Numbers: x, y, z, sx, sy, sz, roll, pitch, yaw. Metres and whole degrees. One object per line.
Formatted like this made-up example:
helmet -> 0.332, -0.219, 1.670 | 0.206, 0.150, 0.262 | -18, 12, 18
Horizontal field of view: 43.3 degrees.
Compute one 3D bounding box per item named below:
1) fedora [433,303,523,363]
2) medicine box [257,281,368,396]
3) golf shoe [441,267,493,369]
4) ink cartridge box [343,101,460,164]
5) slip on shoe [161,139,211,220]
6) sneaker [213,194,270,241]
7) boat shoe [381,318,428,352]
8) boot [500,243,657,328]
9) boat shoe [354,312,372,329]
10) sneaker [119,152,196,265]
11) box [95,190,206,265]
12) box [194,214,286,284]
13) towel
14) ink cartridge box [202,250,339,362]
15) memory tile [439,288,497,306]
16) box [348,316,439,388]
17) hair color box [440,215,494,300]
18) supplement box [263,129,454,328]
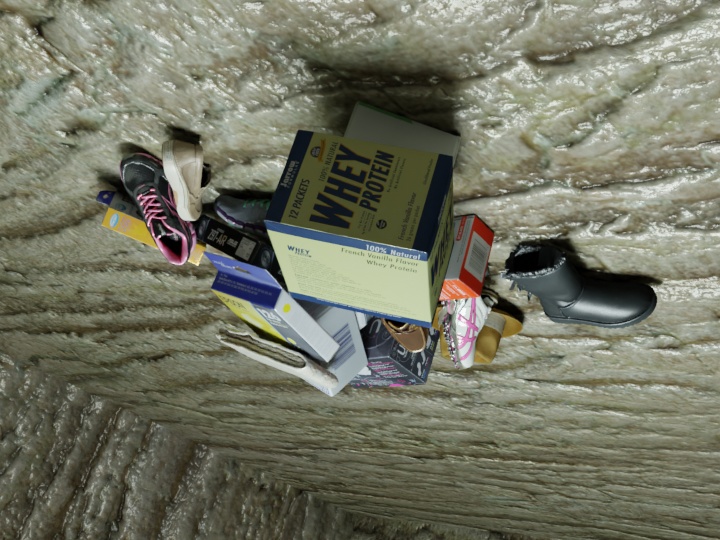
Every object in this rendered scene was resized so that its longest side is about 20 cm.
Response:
fedora -> 0.195, 0.120, 1.625 | 0.199, 0.082, 0.201 | 8, 162, 3
medicine box -> -0.103, 0.097, 1.640 | 0.199, 0.103, 0.183 | 26, 144, 39
golf shoe -> 0.180, 0.079, 1.498 | 0.091, 0.073, 0.201 | -11, 123, -4
ink cartridge box -> 0.034, -0.122, 1.224 | 0.145, 0.088, 0.200 | 18, 154, -3
slip on shoe -> -0.261, -0.139, 1.415 | 0.060, 0.076, 0.200 | -6, 153, -2
sneaker -> -0.140, -0.096, 1.456 | 0.199, 0.074, 0.088 | 26, 117, 14
boat shoe -> 0.067, 0.082, 1.570 | 0.072, 0.068, 0.201 | -15, 133, 14
boot -> 0.325, 0.019, 1.367 | 0.197, 0.074, 0.162 | -4, 146, 40
boat shoe -> -0.007, 0.017, 1.584 | 0.072, 0.068, 0.201 | 30, 146, 40
sneaker -> -0.321, -0.093, 1.449 | 0.079, 0.096, 0.201 | -23, 118, 5
box -> -0.364, -0.078, 1.571 | 0.199, 0.042, 0.119 | 22, -167, -14
box -> -0.167, -0.023, 1.516 | 0.160, 0.044, 0.200 | 28, 178, -40
towel -> -0.141, 0.146, 1.544 | 0.199, 0.035, 0.132 | 17, 168, 29
ink cartridge box -> -0.156, 0.059, 1.462 | 0.197, 0.047, 0.200 | 14, 154, 51
memory tile -> 0.127, 0.019, 1.562 | 0.200, 0.017, 0.153 | 32, 152, -33
box -> 0.037, 0.141, 1.747 | 0.199, 0.133, 0.115 | -10, 142, 45
hair color box -> 0.097, -0.014, 1.390 | 0.199, 0.111, 0.064 | -7, 147, 42
supplement box -> 0.008, -0.048, 1.128 | 0.199, 0.135, 0.200 | 11, 154, 12
